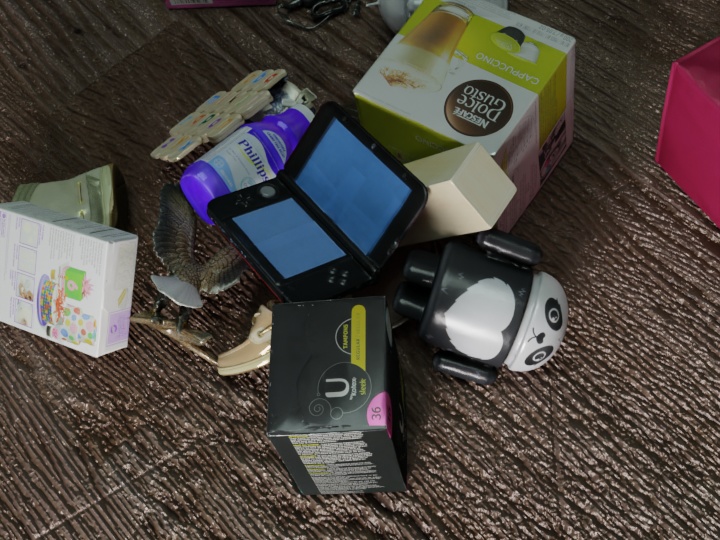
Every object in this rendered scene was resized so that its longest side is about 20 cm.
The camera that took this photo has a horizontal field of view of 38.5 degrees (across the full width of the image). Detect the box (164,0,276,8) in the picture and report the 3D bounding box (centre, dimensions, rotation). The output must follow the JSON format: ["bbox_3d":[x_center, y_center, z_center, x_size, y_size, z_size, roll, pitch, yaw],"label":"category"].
[{"bbox_3d":[-0.212,-0.511,1.582,0.174,0.097,0.201,0,61,9],"label":"box"}]

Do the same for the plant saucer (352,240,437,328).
[{"bbox_3d":[0.000,0.000,1.295,0.198,0.035,0.202,-3,61,6],"label":"plant saucer"}]

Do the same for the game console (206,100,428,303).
[{"bbox_3d":[-0.054,-0.076,1.161,0.171,0.119,0.200,-22,52,-31],"label":"game console"}]

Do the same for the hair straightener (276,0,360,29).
[{"bbox_3d":[-0.027,-0.409,1.527,0.199,0.041,0.077,-20,59,-3],"label":"hair straightener"}]

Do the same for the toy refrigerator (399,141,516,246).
[{"bbox_3d":[0.083,-0.086,1.199,0.070,0.076,0.199,-53,21,-25],"label":"toy refrigerator"}]

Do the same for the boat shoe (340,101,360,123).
[{"bbox_3d":[-0.035,-0.150,1.364,0.071,0.076,0.200,28,45,7],"label":"boat shoe"}]

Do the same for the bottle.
[{"bbox_3d":[-0.132,-0.140,1.292,0.200,0.084,0.065,-42,18,-33],"label":"bottle"}]

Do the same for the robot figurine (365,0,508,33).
[{"bbox_3d":[0.110,-0.387,1.452,0.198,0.114,0.170,2,22,9],"label":"robot figurine"}]

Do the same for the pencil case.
[{"bbox_3d":[-0.143,-0.171,1.382,0.078,0.089,0.200,42,69,-12],"label":"pencil case"}]

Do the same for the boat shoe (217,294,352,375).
[{"bbox_3d":[-0.093,0.064,1.217,0.199,0.071,0.065,-27,92,21],"label":"boat shoe"}]

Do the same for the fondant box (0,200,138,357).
[{"bbox_3d":[-0.374,0.007,1.274,0.199,0.058,0.146,16,106,27],"label":"fondant box"}]

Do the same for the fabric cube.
[{"bbox_3d":[0.497,-0.165,1.220,0.199,0.197,0.200,-30,59,-8],"label":"fabric cube"}]

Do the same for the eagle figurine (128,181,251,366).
[{"bbox_3d":[-0.202,-0.008,1.280,0.150,0.152,0.201,11,66,37],"label":"eagle figurine"}]

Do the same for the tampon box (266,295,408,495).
[{"bbox_3d":[-0.020,0.142,1.120,0.125,0.200,0.151,-4,60,6],"label":"tampon box"}]

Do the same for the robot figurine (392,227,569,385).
[{"bbox_3d":[0.139,0.041,1.184,0.198,0.151,0.125,19,58,2],"label":"robot figurine"}]

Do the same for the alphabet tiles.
[{"bbox_3d":[-0.190,-0.207,1.384,0.195,0.015,0.200,-42,24,-16],"label":"alphabet tiles"}]

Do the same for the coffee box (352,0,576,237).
[{"bbox_3d":[0.134,-0.191,1.286,0.199,0.200,0.198,28,68,23],"label":"coffee box"}]

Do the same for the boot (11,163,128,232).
[{"bbox_3d":[-0.388,-0.040,1.356,0.153,0.072,0.201,-9,62,7],"label":"boot"}]
